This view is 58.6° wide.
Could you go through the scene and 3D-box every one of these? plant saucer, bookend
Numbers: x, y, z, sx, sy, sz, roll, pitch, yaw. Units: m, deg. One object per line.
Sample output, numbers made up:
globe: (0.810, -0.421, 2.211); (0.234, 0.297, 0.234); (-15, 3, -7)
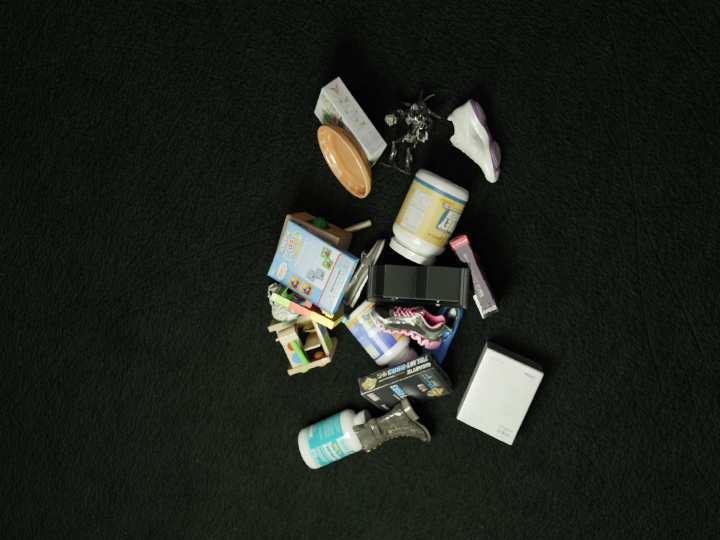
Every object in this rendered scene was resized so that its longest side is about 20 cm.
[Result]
plant saucer: (-0.033, -0.274, 1.577); (0.037, 0.200, 0.202); (-35, 89, -16)
bookend: (0.133, 0.036, 1.532); (0.193, 0.200, 0.095); (4, 87, -15)

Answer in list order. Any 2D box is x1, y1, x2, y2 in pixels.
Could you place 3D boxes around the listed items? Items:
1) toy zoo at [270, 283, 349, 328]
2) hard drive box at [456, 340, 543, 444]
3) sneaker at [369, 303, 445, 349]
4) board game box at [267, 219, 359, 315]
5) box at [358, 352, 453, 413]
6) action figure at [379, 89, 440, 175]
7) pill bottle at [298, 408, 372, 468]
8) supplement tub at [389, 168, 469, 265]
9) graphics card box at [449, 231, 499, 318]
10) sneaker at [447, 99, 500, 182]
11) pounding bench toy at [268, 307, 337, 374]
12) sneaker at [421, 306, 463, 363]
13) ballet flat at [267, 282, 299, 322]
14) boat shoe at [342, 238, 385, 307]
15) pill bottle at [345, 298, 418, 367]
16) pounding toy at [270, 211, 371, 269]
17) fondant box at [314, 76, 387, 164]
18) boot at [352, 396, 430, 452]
toy zoo: (-0.116, 0.084, 1.599); (0.196, 0.131, 0.021); (26, 110, 2)
hard drive box: (0.352, 0.308, 1.622); (0.153, 0.077, 0.204); (24, 102, 7)
sneaker: (0.120, 0.114, 1.566); (0.195, 0.080, 0.097); (20, 132, -4)
board game box: (-0.118, -0.009, 1.570); (0.197, 0.036, 0.154); (30, 108, 14)
box: (0.118, 0.289, 1.614); (0.194, 0.200, 0.051); (-22, 57, 12)
action figure: (0.122, -0.344, 1.571); (0.117, 0.102, 0.205); (24, 104, 19)
pill bottle: (-0.060, 0.442, 1.710); (0.196, 0.111, 0.113); (-27, 92, 14)
supplement tub: (0.165, -0.128, 1.567); (0.142, 0.145, 0.204); (26, 102, 7)
graphics card box: (0.280, 0.007, 1.572); (0.050, 0.125, 0.204); (-23, 92, 13)
sneaker: (0.279, -0.307, 1.568); (0.098, 0.074, 0.204); (-21, 93, 32)
pounding bench toy: (-0.148, 0.186, 1.637); (0.121, 0.201, 0.159); (-18, 106, 13)
sneaker: (0.204, 0.167, 1.635); (0.065, 0.078, 0.204); (22, 103, 6)
ballet flat: (-0.207, 0.077, 1.650); (0.070, 0.200, 0.074); (-4, 103, -19)
boat shoe: (0.000, 0.000, 1.660); (0.056, 0.067, 0.203); (27, 106, 2)
pill bottle: (0.058, 0.170, 1.647); (0.112, 0.112, 0.201); (-41, 88, 14)
pounding toy: (-0.099, -0.062, 1.652); (0.181, 0.142, 0.205); (24, 106, 16)
fondant box: (-0.027, -0.350, 1.574); (0.058, 0.144, 0.202); (-36, 90, -15)
boot: (0.079, 0.414, 1.648); (0.172, 0.070, 0.201); (-31, 130, 4)
